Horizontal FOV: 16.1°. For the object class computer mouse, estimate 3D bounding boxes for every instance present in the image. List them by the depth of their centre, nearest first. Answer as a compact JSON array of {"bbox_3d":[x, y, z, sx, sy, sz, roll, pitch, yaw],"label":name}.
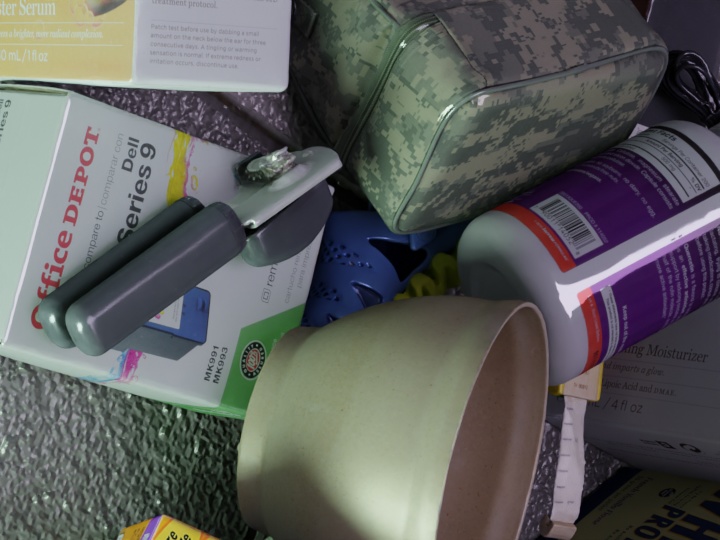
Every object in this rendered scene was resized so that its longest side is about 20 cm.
[{"bbox_3d":[0.184,-0.035,1.637,0.110,0.044,0.200,44,74,-23],"label":"computer mouse"}]

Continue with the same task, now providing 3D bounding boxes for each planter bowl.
[{"bbox_3d":[0.012,0.103,1.432,0.200,0.135,0.201,11,90,-72],"label":"planter bowl"}]

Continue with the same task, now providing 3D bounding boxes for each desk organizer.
[{"bbox_3d":[0.186,-0.128,1.699,0.072,0.077,0.200,15,88,-33],"label":"desk organizer"}]

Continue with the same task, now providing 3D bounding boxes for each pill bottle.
[{"bbox_3d":[0.165,-0.019,1.542,0.200,0.112,0.113,-27,111,-22],"label":"pill bottle"}]

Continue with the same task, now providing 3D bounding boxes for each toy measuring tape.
[{"bbox_3d":[0.120,0.074,1.663,0.074,0.074,0.200,15,77,-41],"label":"toy measuring tape"}]

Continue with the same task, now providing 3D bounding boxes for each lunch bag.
[{"bbox_3d":[0.062,-0.132,1.546,0.200,0.168,0.139,-16,149,-37],"label":"lunch bag"}]

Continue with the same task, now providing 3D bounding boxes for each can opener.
[{"bbox_3d":[-0.083,-0.010,1.381,0.200,0.053,0.067,-34,116,-33],"label":"can opener"}]

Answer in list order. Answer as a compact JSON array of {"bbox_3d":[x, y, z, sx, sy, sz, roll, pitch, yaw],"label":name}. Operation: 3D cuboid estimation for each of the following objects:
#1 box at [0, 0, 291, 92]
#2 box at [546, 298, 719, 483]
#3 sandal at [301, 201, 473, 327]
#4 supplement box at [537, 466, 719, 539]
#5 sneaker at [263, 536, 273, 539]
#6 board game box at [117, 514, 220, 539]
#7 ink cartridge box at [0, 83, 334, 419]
[{"bbox_3d":[-0.121,-0.199,1.379,0.106,0.152,0.200,-1,94,-40],"label":"box"},{"bbox_3d":[0.267,0.080,1.710,0.200,0.199,0.131,28,75,-38],"label":"box"},{"bbox_3d":[0.000,0.000,1.562,0.200,0.079,0.087,-38,102,-35],"label":"sandal"},{"bbox_3d":[0.235,0.258,1.698,0.134,0.200,0.200,-35,116,-33],"label":"supplement box"},{"bbox_3d":[-0.031,0.194,1.528,0.074,0.085,0.200,44,77,-35],"label":"sneaker"},{"bbox_3d":[-0.072,0.267,1.379,0.200,0.200,0.200,27,78,-7],"label":"board game box"},{"bbox_3d":[-0.127,-0.007,1.436,0.200,0.087,0.146,20,82,-38],"label":"ink cartridge box"}]
